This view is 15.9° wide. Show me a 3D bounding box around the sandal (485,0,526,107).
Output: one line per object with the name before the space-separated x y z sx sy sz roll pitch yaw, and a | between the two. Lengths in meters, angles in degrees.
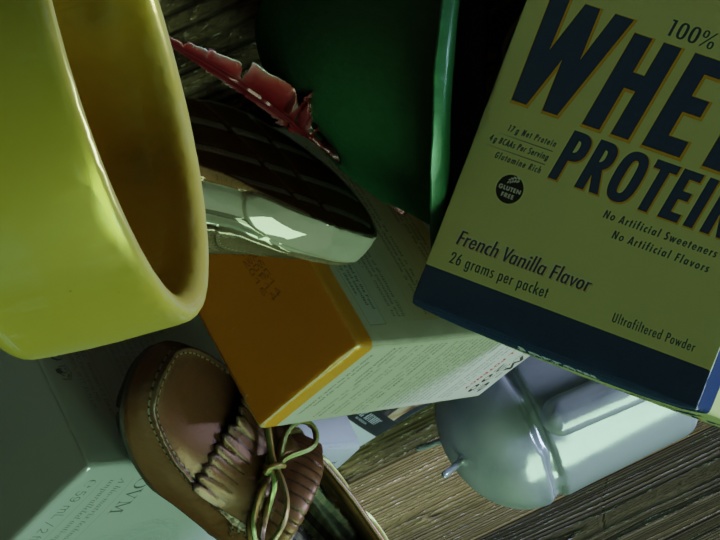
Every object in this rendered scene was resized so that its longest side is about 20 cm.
sandal | 0.097 -0.099 1.243 0.082 0.055 0.200 -40 163 -36

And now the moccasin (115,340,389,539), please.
moccasin | -0.045 0.104 1.225 0.074 0.078 0.202 -57 132 -29

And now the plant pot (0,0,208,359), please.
plant pot | -0.171 -0.054 0.908 0.188 0.201 0.201 -16 158 6

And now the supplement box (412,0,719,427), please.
supplement box | 0.146 -0.042 1.141 0.201 0.134 0.200 -69 158 -1

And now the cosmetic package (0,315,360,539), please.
cosmetic package | -0.146 0.102 1.337 0.200 0.123 0.199 -2 146 -49

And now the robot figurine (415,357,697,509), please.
robot figurine | 0.131 0.076 1.606 0.200 0.113 0.170 -26 -179 -7

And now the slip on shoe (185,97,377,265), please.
slip on shoe | -0.084 -0.033 1.108 0.200 0.076 0.061 15 123 -39

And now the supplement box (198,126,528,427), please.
supplement box | 0.000 0.000 1.257 0.073 0.126 0.200 -40 160 28

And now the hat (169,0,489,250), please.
hat | -0.038 -0.094 1.138 0.175 0.166 0.200 4 139 8

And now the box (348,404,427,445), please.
box | -0.027 0.079 1.516 0.200 0.049 0.082 -32 157 9
